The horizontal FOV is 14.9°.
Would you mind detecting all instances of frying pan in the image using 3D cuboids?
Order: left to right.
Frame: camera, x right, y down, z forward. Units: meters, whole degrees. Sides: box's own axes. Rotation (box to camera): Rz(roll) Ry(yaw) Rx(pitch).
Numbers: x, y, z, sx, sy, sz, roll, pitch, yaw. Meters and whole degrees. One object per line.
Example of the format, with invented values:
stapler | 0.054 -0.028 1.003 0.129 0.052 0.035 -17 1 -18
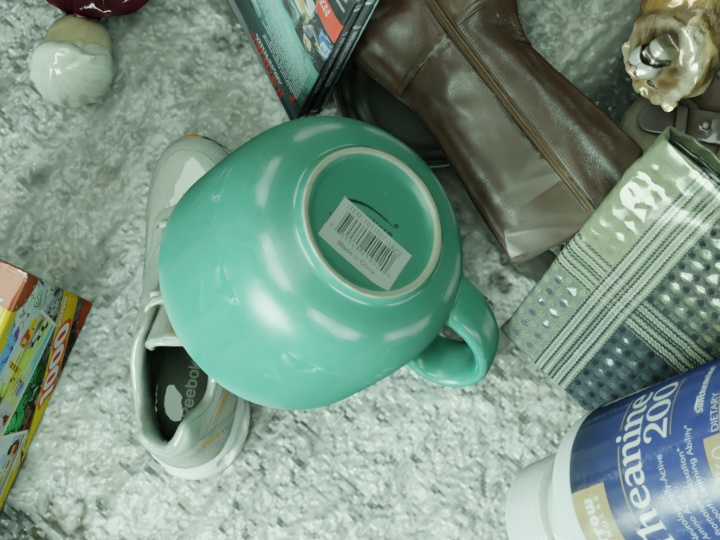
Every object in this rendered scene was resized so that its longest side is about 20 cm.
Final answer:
frying pan | 0.030 -0.144 1.609 0.115 0.031 0.190 -18 70 0

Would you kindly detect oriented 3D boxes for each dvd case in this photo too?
dvd case | -0.046 -0.178 1.544 0.022 0.200 0.146 -25 79 -18

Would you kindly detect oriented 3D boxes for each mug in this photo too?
mug | -0.006 -0.009 1.532 0.185 0.114 0.152 -4 74 -31

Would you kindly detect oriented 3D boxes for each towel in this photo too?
towel | 0.194 0.036 1.497 0.193 0.200 0.035 42 46 4

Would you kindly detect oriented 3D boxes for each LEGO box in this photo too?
LEGO box | -0.242 0.086 1.564 0.077 0.149 0.200 23 87 11

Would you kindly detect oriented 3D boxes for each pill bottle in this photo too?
pill bottle | 0.173 0.113 1.462 0.200 0.111 0.111 -27 77 44

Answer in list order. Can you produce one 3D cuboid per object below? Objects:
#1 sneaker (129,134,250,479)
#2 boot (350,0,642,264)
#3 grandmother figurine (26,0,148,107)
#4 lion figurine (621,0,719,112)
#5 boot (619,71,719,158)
sneaker | -0.096 0.018 1.579 0.076 0.092 0.200 -3 82 9
boot | 0.106 -0.123 1.551 0.186 0.064 0.200 -41 72 4
grandmother figurine | -0.150 -0.193 1.632 0.121 0.061 0.200 15 89 45
lion figurine | 0.167 -0.198 1.530 0.072 0.122 0.200 -2 61 -27
boot | 0.228 -0.030 1.548 0.200 0.070 0.146 31 86 11
